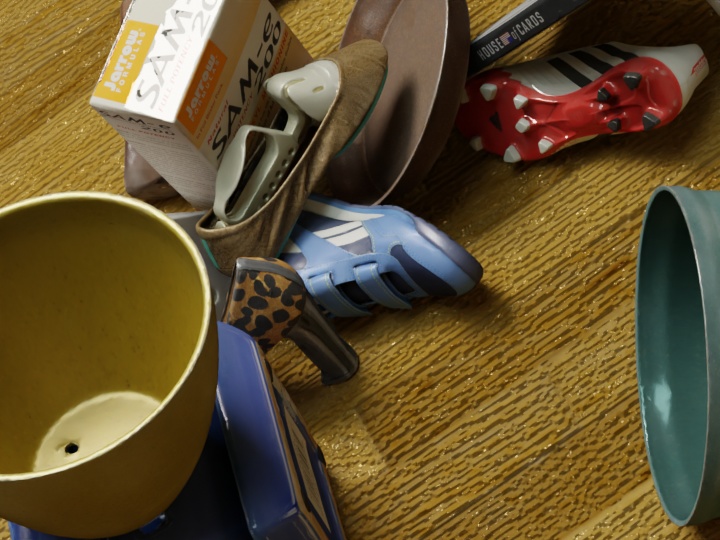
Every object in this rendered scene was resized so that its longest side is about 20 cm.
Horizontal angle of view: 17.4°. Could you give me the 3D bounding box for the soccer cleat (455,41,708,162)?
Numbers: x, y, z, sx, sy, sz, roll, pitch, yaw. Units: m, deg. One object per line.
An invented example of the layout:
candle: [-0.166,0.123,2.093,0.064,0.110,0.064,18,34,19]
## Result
soccer cleat: [0.152,-0.123,1.652,0.199,0.069,0.085,-7,20,42]

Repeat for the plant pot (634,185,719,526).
plant pot: [0.247,0.048,1.399,0.133,0.201,0.201,-2,52,-4]

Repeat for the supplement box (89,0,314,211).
supplement box: [-0.101,-0.126,1.676,0.073,0.200,0.127,15,76,25]

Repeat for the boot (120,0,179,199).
boot: [-0.107,-0.158,1.824,0.186,0.064,0.201,-26,47,22]

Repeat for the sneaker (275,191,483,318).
sneaker: [0.000,0.000,1.643,0.199,0.074,0.083,9,63,43]

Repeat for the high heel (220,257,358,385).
high heel: [-0.116,0.058,1.615,0.199,0.143,0.072,-24,49,13]

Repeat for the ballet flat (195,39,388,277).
ballet flat: [-0.053,-0.090,1.642,0.068,0.072,0.201,25,79,50]

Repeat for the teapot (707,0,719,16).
teapot: [0.335,-0.215,1.553,0.197,0.146,0.200,24,71,39]

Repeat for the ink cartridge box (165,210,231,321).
ink cartridge box: [-0.198,0.007,1.689,0.199,0.145,0.084,-5,93,27]

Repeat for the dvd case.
dvd case: [0.154,-0.199,1.620,0.150,0.025,0.200,-37,4,-27]

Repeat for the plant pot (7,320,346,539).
plant pot: [-0.111,0.163,1.507,0.179,0.200,0.201,-22,49,5]

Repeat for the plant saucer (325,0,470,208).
plant saucer: [0.029,-0.136,1.686,0.200,0.034,0.202,-44,39,52]

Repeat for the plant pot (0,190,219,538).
plant pot: [-0.166,0.076,1.376,0.198,0.142,0.201,-7,51,9]
